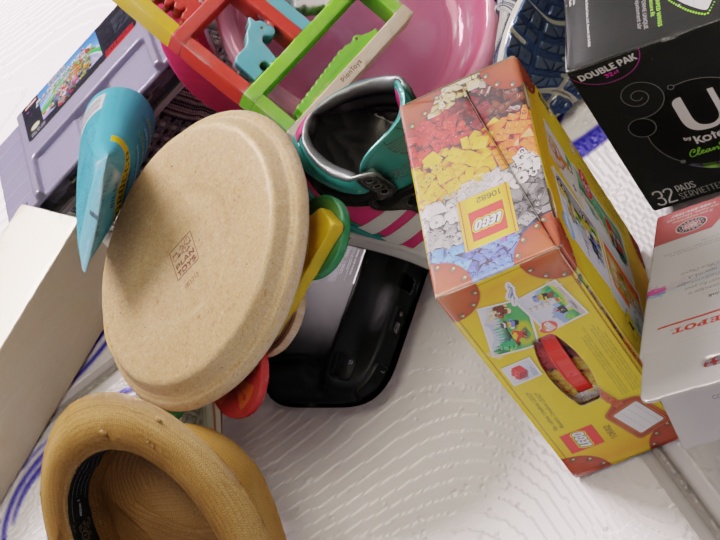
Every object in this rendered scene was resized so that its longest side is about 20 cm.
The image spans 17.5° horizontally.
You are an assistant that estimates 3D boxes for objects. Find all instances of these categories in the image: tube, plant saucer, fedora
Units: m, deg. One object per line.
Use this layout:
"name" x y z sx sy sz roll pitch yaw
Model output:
"tube" -0.168 -0.070 1.548 0.050 0.078 0.200 7 21 -3
"plant saucer" -0.004 -0.174 1.595 0.199 0.051 0.202 4 67 -10
"fedora" -0.107 0.157 1.429 0.199 0.202 0.082 8 24 37

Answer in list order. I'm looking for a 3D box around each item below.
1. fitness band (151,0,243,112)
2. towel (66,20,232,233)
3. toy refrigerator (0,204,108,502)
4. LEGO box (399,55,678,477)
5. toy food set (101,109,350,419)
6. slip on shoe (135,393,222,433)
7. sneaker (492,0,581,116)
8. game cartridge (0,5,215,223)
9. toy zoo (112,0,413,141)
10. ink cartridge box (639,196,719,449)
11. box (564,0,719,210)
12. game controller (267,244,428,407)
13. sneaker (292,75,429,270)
"fitness band" -0.096 -0.202 1.628 0.037 0.144 0.201 -12 56 26
"towel" -0.112 -0.106 1.685 0.192 0.035 0.201 16 67 40
"toy refrigerator" -0.248 0.060 1.621 0.070 0.076 0.201 13 66 38
"LEGO box" 0.107 0.000 1.349 0.077 0.200 0.150 -23 47 16
"toy food set" -0.094 -0.001 1.463 0.201 0.048 0.198 -57 42 15
"slip on shoe" -0.111 0.057 1.546 0.074 0.061 0.201 -30 56 37
"sneaker" 0.125 -0.186 1.573 0.085 0.077 0.202 -9 61 63
"game cartridge" -0.191 -0.124 1.703 0.200 0.038 0.130 -46 35 13
"toy zoo" -0.080 -0.188 1.542 0.200 0.020 0.131 39 65 3
"ink cartridge box" 0.222 0.027 1.297 0.116 0.068 0.200 -18 25 21
"box" 0.239 -0.149 1.409 0.199 0.149 0.125 -17 48 23
"game controller" 0.000 0.000 1.539 0.104 0.042 0.201 -9 52 45
"sneaker" 0.043 -0.062 1.459 0.198 0.121 0.084 11 63 13
